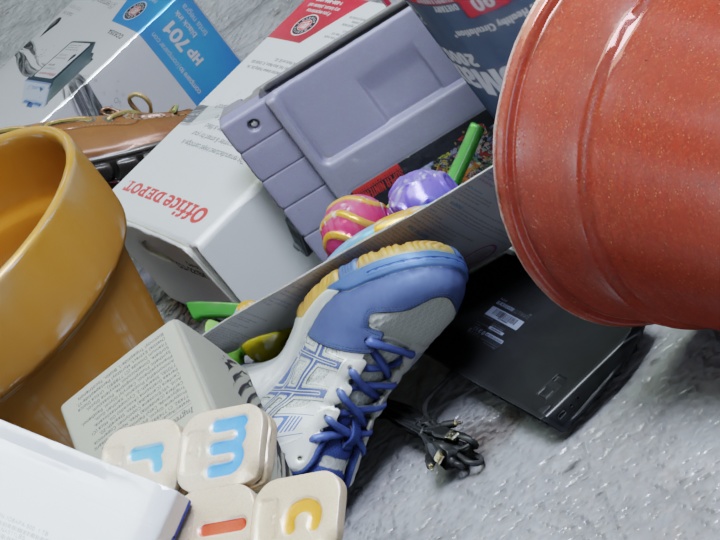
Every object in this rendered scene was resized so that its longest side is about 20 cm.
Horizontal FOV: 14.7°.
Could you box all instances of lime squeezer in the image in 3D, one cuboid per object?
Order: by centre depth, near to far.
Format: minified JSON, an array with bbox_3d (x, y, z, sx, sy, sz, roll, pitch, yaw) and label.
[{"bbox_3d":[0.000,0.000,1.539,0.199,0.038,0.071,-33,53,17],"label":"lime squeezer"}]

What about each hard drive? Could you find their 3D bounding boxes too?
[{"bbox_3d":[-0.175,0.174,1.286,0.131,0.025,0.201,19,78,25],"label":"hard drive"}]

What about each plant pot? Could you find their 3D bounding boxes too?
[{"bbox_3d":[0.196,-0.048,1.237,0.201,0.201,0.195,-47,36,-16],"label":"plant pot"},{"bbox_3d":[-0.184,0.054,1.546,0.199,0.184,0.201,-30,27,17],"label":"plant pot"}]

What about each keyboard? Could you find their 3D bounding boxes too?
[{"bbox_3d":[0.060,0.047,1.432,0.127,0.021,0.200,-43,26,-10],"label":"keyboard"}]

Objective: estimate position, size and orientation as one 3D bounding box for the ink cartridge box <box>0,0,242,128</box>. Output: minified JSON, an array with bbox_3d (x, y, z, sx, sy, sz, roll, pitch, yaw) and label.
[{"bbox_3d":[-0.193,-0.108,1.923,0.200,0.086,0.146,-43,27,-11],"label":"ink cartridge box"}]

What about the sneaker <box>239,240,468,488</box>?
[{"bbox_3d":[-0.010,0.067,1.418,0.200,0.075,0.089,-43,47,32],"label":"sneaker"}]

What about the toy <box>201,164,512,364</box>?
[{"bbox_3d":[0.004,-0.012,1.449,0.199,0.115,0.047,-33,70,14],"label":"toy"}]

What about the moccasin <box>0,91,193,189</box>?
[{"bbox_3d":[-0.150,-0.072,1.747,0.200,0.074,0.078,-12,46,-10],"label":"moccasin"}]

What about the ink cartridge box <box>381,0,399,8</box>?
[{"bbox_3d":[0.081,-0.185,1.625,0.084,0.145,0.201,-25,30,22],"label":"ink cartridge box"}]

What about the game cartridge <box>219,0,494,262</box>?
[{"bbox_3d":[0.039,-0.085,1.540,0.199,0.130,0.038,-31,20,17],"label":"game cartridge"}]

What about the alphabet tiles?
[{"bbox_3d":[-0.089,0.161,1.276,0.195,0.015,0.201,-13,58,33],"label":"alphabet tiles"}]

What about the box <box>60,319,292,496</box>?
[{"bbox_3d":[-0.071,0.125,1.341,0.082,0.068,0.201,-36,49,13],"label":"box"}]

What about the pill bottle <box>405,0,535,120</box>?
[{"bbox_3d":[0.106,-0.126,1.431,0.119,0.200,0.120,-27,34,20],"label":"pill bottle"}]

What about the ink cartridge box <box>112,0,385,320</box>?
[{"bbox_3d":[-0.041,-0.065,1.662,0.200,0.084,0.144,-45,28,-14],"label":"ink cartridge box"}]
